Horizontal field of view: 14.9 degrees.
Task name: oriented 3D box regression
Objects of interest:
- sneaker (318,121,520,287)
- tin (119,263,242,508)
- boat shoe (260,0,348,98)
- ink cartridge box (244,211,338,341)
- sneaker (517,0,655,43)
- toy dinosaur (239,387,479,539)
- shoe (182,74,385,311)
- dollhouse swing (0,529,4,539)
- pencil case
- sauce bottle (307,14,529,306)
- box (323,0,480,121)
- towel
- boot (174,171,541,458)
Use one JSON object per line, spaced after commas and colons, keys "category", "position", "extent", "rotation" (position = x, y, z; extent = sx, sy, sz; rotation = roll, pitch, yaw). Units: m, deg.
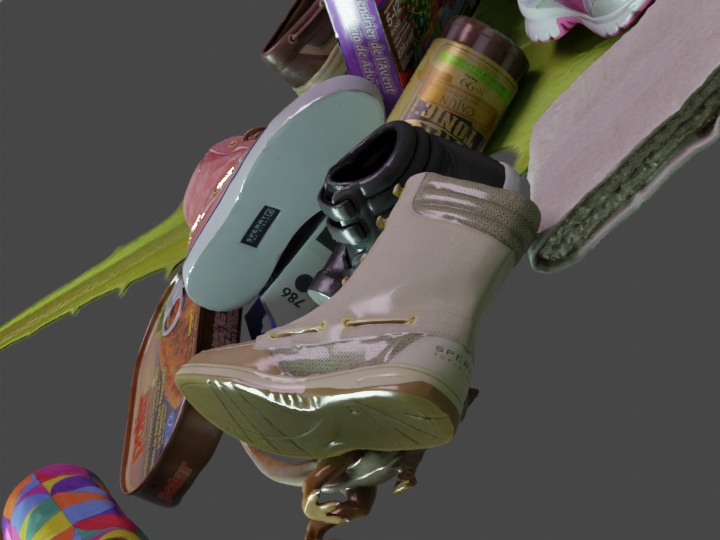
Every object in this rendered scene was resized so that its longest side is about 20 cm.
{"category": "sneaker", "position": [0.000, 0.000, 1.618], "extent": [0.201, 0.099, 0.071], "rotation": [-56, 22, 2]}
{"category": "tin", "position": [-0.120, 0.075, 1.853], "extent": [0.112, 0.042, 0.201], "rotation": [-50, 23, 33]}
{"category": "boat shoe", "position": [-0.018, -0.223, 2.052], "extent": [0.072, 0.072, 0.201], "rotation": [-15, 45, 60]}
{"category": "ink cartridge box", "position": [-0.025, -0.034, 1.834], "extent": [0.200, 0.039, 0.100], "rotation": [-52, 21, 11]}
{"category": "sneaker", "position": [0.132, -0.192, 1.626], "extent": [0.081, 0.088, 0.200], "rotation": [-44, 16, -21]}
{"category": "toy dinosaur", "position": [-0.010, 0.115, 1.561], "extent": [0.199, 0.061, 0.106], "rotation": [-17, 31, 37]}
{"category": "shoe", "position": [-0.056, -0.071, 1.784], "extent": [0.200, 0.071, 0.091], "rotation": [-52, 30, 31]}
{"category": "dollhouse swing", "position": [-0.337, 0.278, 1.890], "extent": [0.200, 0.182, 0.176], "rotation": [-40, 5, 34]}
{"category": "pencil case", "position": [-0.179, 0.189, 1.777], "extent": [0.089, 0.088, 0.200], "rotation": [-55, 20, 2]}
{"category": "sauce bottle", "position": [0.034, -0.061, 1.710], "extent": [0.201, 0.065, 0.065], "rotation": [-61, 21, -10]}
{"category": "box", "position": [0.033, -0.206, 1.787], "extent": [0.039, 0.137, 0.200], "rotation": [-1, 39, 26]}
{"category": "towel", "position": [0.163, -0.098, 1.520], "extent": [0.200, 0.034, 0.133], "rotation": [-44, 22, 30]}
{"category": "boot", "position": [-0.001, 0.022, 1.525], "extent": [0.199, 0.072, 0.155], "rotation": [-3, 51, 42]}
